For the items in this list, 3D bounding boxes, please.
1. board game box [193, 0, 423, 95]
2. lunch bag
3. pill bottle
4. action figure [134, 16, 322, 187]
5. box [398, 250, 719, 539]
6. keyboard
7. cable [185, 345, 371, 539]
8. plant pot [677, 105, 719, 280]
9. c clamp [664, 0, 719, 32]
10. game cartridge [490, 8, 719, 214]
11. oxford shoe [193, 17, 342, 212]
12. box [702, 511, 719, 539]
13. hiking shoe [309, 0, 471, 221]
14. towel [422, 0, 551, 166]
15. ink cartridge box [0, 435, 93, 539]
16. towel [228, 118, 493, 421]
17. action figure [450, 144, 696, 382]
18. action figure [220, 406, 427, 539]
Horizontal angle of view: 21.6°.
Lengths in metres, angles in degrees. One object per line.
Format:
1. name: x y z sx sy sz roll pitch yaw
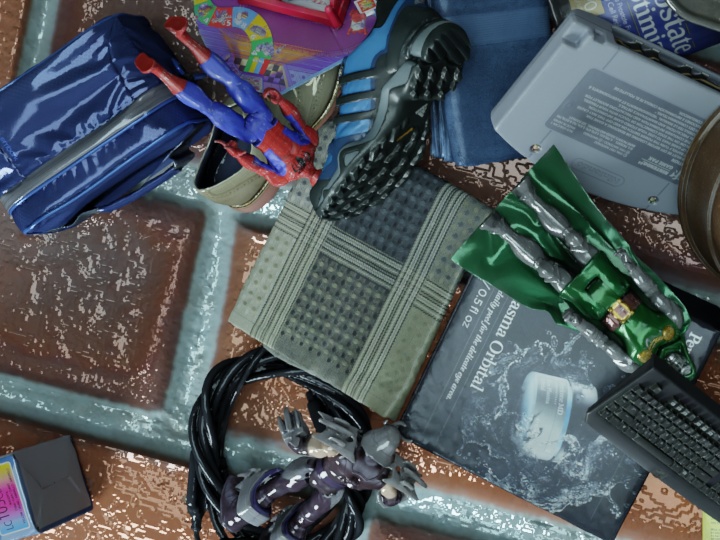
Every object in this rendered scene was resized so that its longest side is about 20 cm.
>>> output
1. board game box: -0.047 -0.243 1.543 0.200 0.039 0.158 -28 71 3
2. lunch bag: -0.217 -0.118 1.579 0.200 0.136 0.132 -32 90 12
3. pill bottle: 0.252 -0.226 1.483 0.200 0.112 0.112 -20 92 13
4. action figure: -0.090 -0.121 1.518 0.200 0.052 0.065 39 85 -33
5. box: 0.163 0.082 1.536 0.200 0.117 0.197 26 101 6
6. keyboard: 0.276 0.123 1.454 0.127 0.021 0.200 -42 126 18
7. cable: -0.068 0.160 1.625 0.163 0.051 0.200 9 98 10
8. plant pot: 0.360 -0.024 1.407 0.200 0.198 0.201 -3 117 -6
9. c clamp: 0.308 -0.253 1.404 0.200 0.027 0.171 23 96 -5
10. game cartridge: 0.210 -0.117 1.483 0.200 0.041 0.133 22 125 -24
11. oxford shoe: -0.072 -0.139 1.571 0.071 0.074 0.200 32 101 28
12. box: 0.319 0.269 1.559 0.075 0.050 0.201 -1 96 12
13. hiking shoe: 0.013 -0.131 1.515 0.087 0.074 0.200 49 118 33
14. towel: 0.105 -0.188 1.536 0.111 0.049 0.201 -8 96 -21
15. ink cartridge box: -0.354 0.211 1.644 0.200 0.136 0.077 -16 88 13
16. towel: 0.000 0.000 1.567 0.192 0.035 0.200 30 96 30
17. action figure: 0.182 0.014 1.441 0.200 0.055 0.118 42 97 0
18. action figure: -0.032 0.167 1.536 0.130 0.069 0.200 41 128 -17
